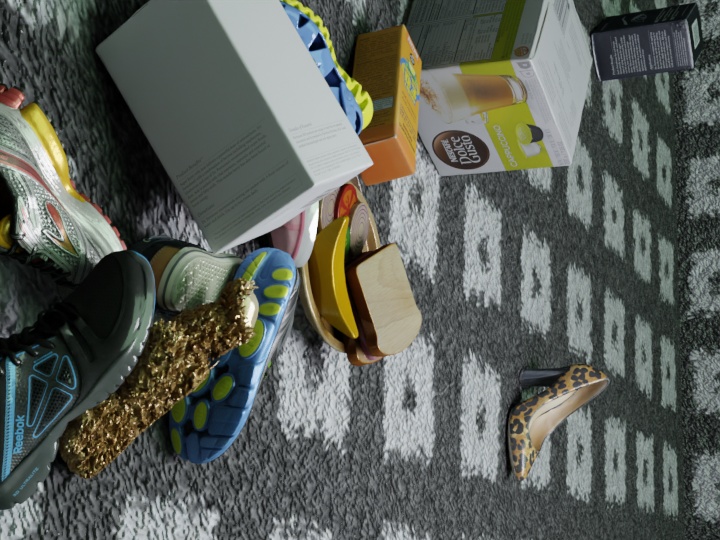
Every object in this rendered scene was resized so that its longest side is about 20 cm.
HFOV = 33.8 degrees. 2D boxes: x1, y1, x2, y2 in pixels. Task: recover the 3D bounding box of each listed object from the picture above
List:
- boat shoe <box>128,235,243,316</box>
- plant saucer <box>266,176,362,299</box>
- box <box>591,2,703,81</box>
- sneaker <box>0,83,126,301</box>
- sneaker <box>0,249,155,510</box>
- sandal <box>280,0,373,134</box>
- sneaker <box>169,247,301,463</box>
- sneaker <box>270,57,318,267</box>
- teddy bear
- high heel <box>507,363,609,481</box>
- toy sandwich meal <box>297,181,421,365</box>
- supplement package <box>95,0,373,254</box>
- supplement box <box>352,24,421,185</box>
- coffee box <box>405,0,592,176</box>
[{"bbox_3d":[-0.147,0.010,1.022,0.075,0.062,0.200,-66,166,-3],"label":"boat shoe"},{"bbox_3d":[-0.050,-0.053,1.267,0.200,0.032,0.203,20,68,-62],"label":"plant saucer"},{"bbox_3d":[0.592,-0.471,2.443,0.148,0.198,0.105,-46,127,-55],"label":"box"},{"bbox_3d":[-0.237,-0.028,0.853,0.082,0.077,0.201,-54,127,-41],"label":"sneaker"},{"bbox_3d":[-0.215,0.065,0.807,0.082,0.073,0.201,42,76,-40],"label":"sneaker"},{"bbox_3d":[-0.056,-0.192,1.192,0.200,0.079,0.088,45,37,-32],"label":"sandal"},{"bbox_3d":[-0.101,0.079,1.038,0.201,0.070,0.083,-65,161,-2],"label":"sneaker"},{"bbox_3d":[-0.095,-0.104,1.126,0.104,0.075,0.203,-1,95,-21],"label":"sneaker"},{"bbox_3d":[-0.159,0.073,0.923,0.067,0.200,0.145,50,-1,-4],"label":"teddy bear"},{"bbox_3d":[0.302,0.230,1.807,0.072,0.141,0.201,56,39,-44],"label":"high heel"},{"bbox_3d":[0.000,0.000,1.247,0.205,0.070,0.208,17,71,-62],"label":"toy sandwich meal"},{"bbox_3d":[-0.104,-0.138,1.000,0.201,0.121,0.120,60,29,0],"label":"supplement package"},{"bbox_3d":[0.029,-0.196,1.380,0.067,0.068,0.201,58,26,-44],"label":"supplement box"},{"bbox_3d":[0.179,-0.269,1.577,0.200,0.196,0.201,58,40,-45],"label":"coffee box"}]
